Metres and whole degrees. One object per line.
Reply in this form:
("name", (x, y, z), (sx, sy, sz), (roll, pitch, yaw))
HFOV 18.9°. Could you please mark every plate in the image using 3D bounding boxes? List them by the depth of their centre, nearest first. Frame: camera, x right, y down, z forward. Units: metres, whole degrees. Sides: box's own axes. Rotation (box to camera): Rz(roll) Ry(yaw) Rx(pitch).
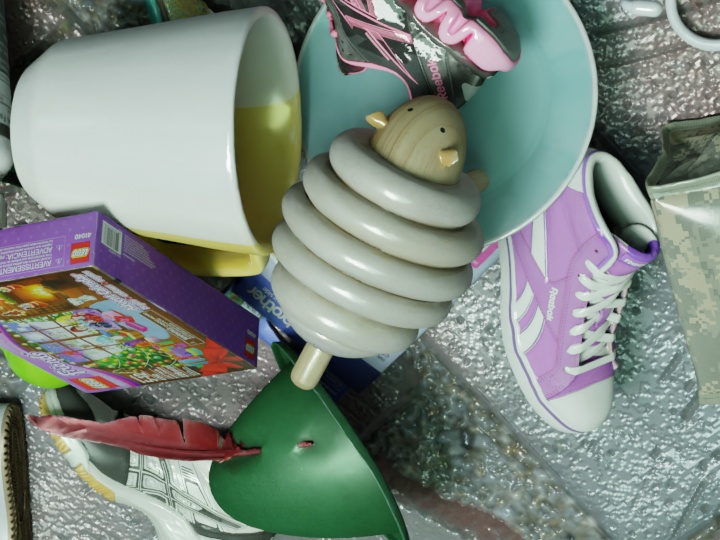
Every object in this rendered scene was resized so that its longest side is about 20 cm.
("plate", (0.054, -0.111, 1.373), (0.200, 0.026, 0.200), (0, 90, 17))

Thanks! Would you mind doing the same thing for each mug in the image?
("mug", (-0.127, -0.068, 1.325), (0.153, 0.149, 0.187), (1, 108, 13))

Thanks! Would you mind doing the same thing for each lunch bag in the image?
("lunch bag", (0.296, -0.021, 1.352), (0.200, 0.118, 0.164), (-9, 114, 20))

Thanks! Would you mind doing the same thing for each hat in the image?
("hat", (-0.088, 0.157, 1.460), (0.176, 0.200, 0.166), (-31, 122, -10))

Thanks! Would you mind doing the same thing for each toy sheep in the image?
("toy sheep", (0.009, -0.014, 1.306), (0.138, 0.138, 0.200), (22, 106, 0))

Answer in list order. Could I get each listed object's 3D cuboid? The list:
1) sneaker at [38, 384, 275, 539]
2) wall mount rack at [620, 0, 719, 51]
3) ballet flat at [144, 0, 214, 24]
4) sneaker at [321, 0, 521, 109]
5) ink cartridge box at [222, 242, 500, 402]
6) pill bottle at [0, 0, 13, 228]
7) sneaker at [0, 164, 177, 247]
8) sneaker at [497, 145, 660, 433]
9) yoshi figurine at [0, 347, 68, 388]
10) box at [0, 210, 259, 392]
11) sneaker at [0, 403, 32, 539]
("sneaker", (-0.139, 0.135, 1.551), (0.088, 0.076, 0.200), (-43, 108, 13))
("wall mount rack", (0.246, -0.212, 1.288), (0.174, 0.075, 0.200), (4, 118, 9))
("ballet flat", (-0.094, -0.113, 1.418), (0.071, 0.071, 0.200), (-6, 114, 14))
("sneaker", (0.001, -0.169, 1.340), (0.200, 0.079, 0.095), (43, 116, 8))
("ink cartridge box", (0.000, 0.000, 1.465), (0.119, 0.042, 0.200), (40, 118, -9))
("pill bottle", (-0.279, -0.111, 1.371), (0.114, 0.114, 0.200), (-8, 79, 15))
("sneaker", (-0.190, -0.055, 1.447), (0.121, 0.084, 0.200), (0, 109, 6))
("sneaker", (0.147, 0.017, 1.383), (0.114, 0.073, 0.201), (8, 116, 53))
("yoshi figurine", (-0.270, 0.052, 1.513), (0.200, 0.112, 0.112), (-17, 128, 16))
("box", (-0.171, 0.025, 1.375), (0.137, 0.039, 0.200), (-9, 156, 26))
("sneaker", (-0.306, 0.188, 1.601), (0.112, 0.071, 0.200), (3, 109, 5))
